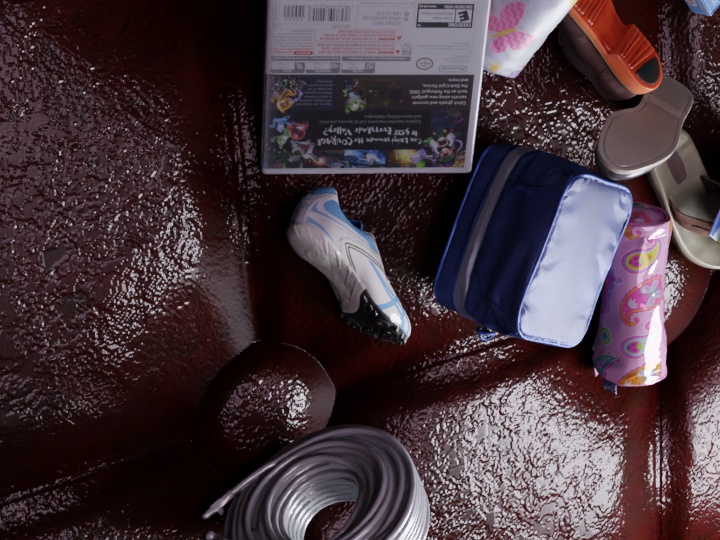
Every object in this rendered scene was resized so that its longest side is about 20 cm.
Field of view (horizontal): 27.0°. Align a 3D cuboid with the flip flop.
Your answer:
[{"bbox_3d":[0.377,-0.074,1.656,0.081,0.058,0.200,-42,123,-13],"label":"flip flop"}]

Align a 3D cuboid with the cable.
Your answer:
[{"bbox_3d":[-0.032,0.237,1.428,0.200,0.200,0.069,-40,128,-16],"label":"cable"}]

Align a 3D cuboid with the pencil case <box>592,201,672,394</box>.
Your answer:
[{"bbox_3d":[0.293,0.028,1.627,0.087,0.087,0.200,-13,114,-27],"label":"pencil case"}]

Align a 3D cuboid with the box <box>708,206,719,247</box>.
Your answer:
[{"bbox_3d":[0.461,-0.055,1.677,0.200,0.048,0.122,30,83,-55],"label":"box"}]

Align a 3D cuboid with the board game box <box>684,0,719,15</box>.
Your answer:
[{"bbox_3d":[0.384,-0.391,1.564,0.200,0.037,0.151,-49,124,-9],"label":"board game box"}]

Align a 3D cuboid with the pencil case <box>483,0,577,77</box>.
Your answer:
[{"bbox_3d":[0.165,-0.276,1.397,0.091,0.083,0.200,36,118,-5],"label":"pencil case"}]

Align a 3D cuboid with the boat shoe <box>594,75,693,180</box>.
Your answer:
[{"bbox_3d":[0.284,-0.132,1.533,0.200,0.073,0.063,-46,167,-48],"label":"boat shoe"}]

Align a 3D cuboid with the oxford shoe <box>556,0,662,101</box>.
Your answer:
[{"bbox_3d":[0.213,-0.248,1.491,0.200,0.073,0.071,52,52,-13],"label":"oxford shoe"}]

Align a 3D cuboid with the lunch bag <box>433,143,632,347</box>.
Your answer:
[{"bbox_3d":[0.163,-0.020,1.502,0.136,0.132,0.200,16,97,-50],"label":"lunch bag"}]

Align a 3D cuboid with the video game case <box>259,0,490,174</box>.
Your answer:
[{"bbox_3d":[0.011,-0.172,1.359,0.200,0.023,0.182,-1,121,-9],"label":"video game case"}]

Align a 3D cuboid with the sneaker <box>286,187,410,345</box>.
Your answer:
[{"bbox_3d":[0.000,0.000,1.448,0.073,0.072,0.200,-58,134,-26],"label":"sneaker"}]
